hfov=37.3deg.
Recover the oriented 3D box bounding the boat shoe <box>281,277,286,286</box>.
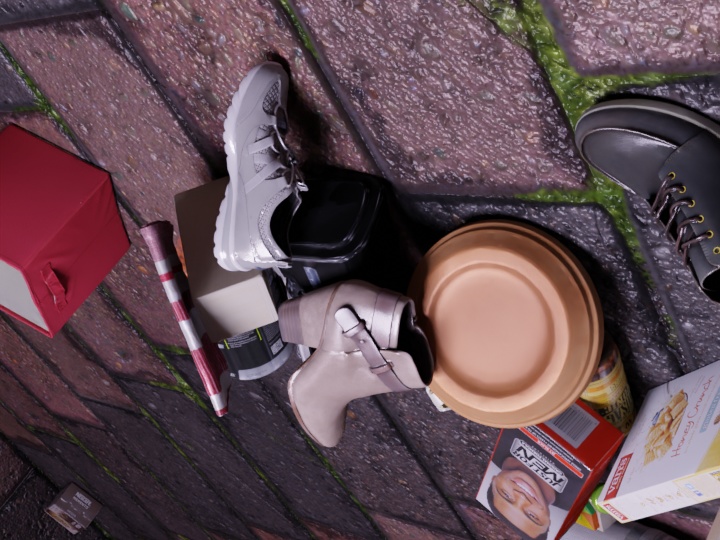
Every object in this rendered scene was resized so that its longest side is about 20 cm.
[{"bbox_3d":[-0.046,0.053,1.278,0.072,0.069,0.200,5,140,43],"label":"boat shoe"}]

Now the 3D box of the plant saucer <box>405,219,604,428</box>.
[{"bbox_3d":[0.127,0.053,1.004,0.199,0.037,0.201,5,100,29],"label":"plant saucer"}]

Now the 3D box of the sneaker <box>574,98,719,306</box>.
[{"bbox_3d":[0.237,-0.050,0.782,0.199,0.106,0.075,26,150,17],"label":"sneaker"}]

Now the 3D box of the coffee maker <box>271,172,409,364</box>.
[{"bbox_3d":[0.000,0.000,1.116,0.191,0.135,0.200,-13,139,5],"label":"coffee maker"}]

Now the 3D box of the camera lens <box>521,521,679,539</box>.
[{"bbox_3d":[0.299,0.379,1.303,0.199,0.160,0.160,14,145,34],"label":"camera lens"}]

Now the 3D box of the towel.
[{"bbox_3d":[-0.175,0.043,1.100,0.144,0.023,0.201,-143,32,-83],"label":"towel"}]

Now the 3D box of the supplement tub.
[{"bbox_3d":[-0.155,0.034,1.312,0.122,0.123,0.200,21,148,25],"label":"supplement tub"}]

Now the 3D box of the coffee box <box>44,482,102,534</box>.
[{"bbox_3d":[-0.813,0.674,3.018,0.113,0.080,0.200,41,151,-8],"label":"coffee box"}]

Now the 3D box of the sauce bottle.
[{"bbox_3d":[0.250,0.139,1.099,0.066,0.066,0.200,12,147,36],"label":"sauce bottle"}]

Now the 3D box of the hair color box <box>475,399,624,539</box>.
[{"bbox_3d":[0.191,0.205,1.103,0.101,0.061,0.200,38,148,22],"label":"hair color box"}]

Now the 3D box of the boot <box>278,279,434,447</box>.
[{"bbox_3d":[0.002,0.099,1.041,0.146,0.070,0.201,2,125,28],"label":"boot"}]

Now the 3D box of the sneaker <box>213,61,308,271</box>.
[{"bbox_3d":[-0.081,-0.096,1.012,0.082,0.201,0.075,8,-173,23],"label":"sneaker"}]

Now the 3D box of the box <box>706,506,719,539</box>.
[{"bbox_3d":[0.373,0.219,0.942,0.078,0.200,0.095,35,151,0],"label":"box"}]

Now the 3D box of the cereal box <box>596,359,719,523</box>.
[{"bbox_3d":[0.305,0.148,0.968,0.039,0.144,0.200,37,151,-4],"label":"cereal box"}]

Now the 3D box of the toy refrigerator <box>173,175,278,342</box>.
[{"bbox_3d":[-0.147,-0.015,1.155,0.200,0.076,0.070,-113,4,-52],"label":"toy refrigerator"}]

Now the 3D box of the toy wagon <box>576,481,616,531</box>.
[{"bbox_3d":[0.212,0.203,1.205,0.200,0.040,0.155,54,168,-5],"label":"toy wagon"}]

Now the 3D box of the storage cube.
[{"bbox_3d":[-0.443,-0.054,1.428,0.199,0.180,0.171,27,150,17],"label":"storage cube"}]

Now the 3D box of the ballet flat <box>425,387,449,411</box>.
[{"bbox_3d":[0.112,0.118,1.207,0.068,0.068,0.200,51,151,4],"label":"ballet flat"}]
